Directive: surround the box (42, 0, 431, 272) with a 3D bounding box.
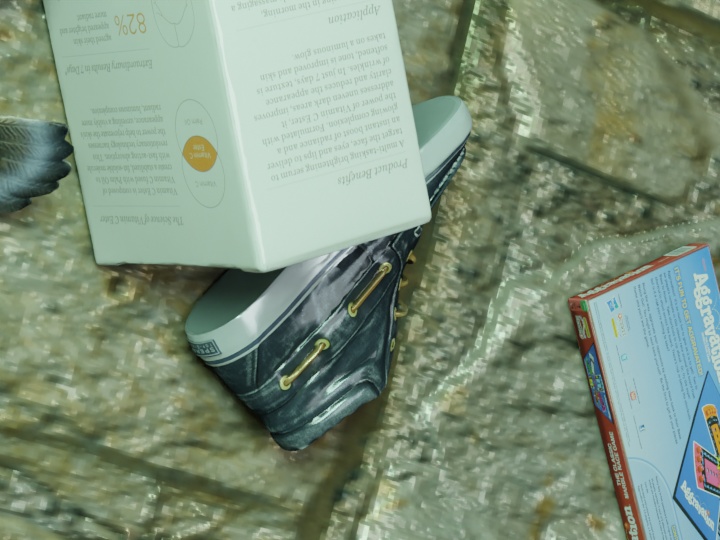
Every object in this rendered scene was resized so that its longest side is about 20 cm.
[{"bbox_3d":[-0.066,-0.108,1.222,0.106,0.152,0.200,-17,102,-35],"label":"box"}]

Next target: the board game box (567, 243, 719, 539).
[{"bbox_3d":[0.188,0.094,1.495,0.103,0.019,0.200,-22,104,-32],"label":"board game box"}]

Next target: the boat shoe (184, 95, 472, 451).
[{"bbox_3d":[0.000,0.000,1.329,0.200,0.071,0.091,-45,117,-19],"label":"boat shoe"}]

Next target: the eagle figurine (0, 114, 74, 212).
[{"bbox_3d":[-0.226,-0.094,1.142,0.152,0.151,0.200,-51,164,21],"label":"eagle figurine"}]
